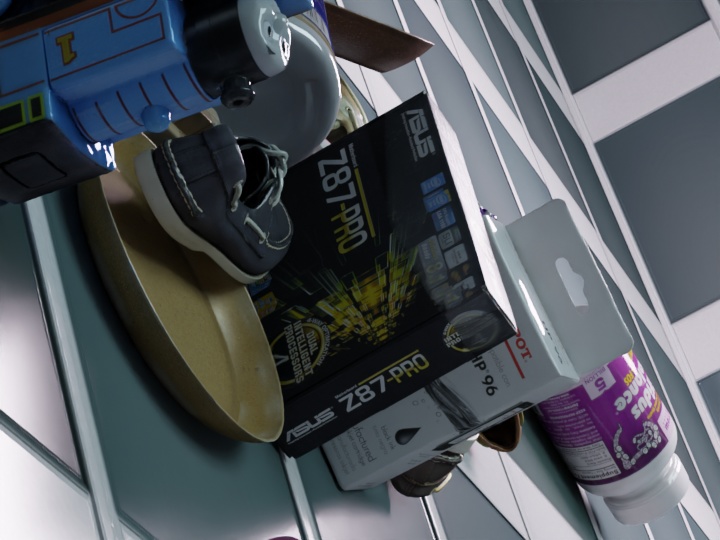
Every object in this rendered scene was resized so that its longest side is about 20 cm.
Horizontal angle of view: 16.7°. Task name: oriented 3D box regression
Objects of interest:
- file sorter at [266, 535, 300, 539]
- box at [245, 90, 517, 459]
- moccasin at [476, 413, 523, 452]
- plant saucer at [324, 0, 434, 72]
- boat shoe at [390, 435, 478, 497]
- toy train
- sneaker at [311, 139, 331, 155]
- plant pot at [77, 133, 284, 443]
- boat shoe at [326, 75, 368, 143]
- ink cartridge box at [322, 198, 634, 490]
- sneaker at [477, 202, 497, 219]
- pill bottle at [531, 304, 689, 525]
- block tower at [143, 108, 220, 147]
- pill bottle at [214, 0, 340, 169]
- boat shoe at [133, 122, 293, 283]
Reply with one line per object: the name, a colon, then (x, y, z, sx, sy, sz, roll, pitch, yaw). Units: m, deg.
file sorter: (-0.021, 0.228, 0.964, 0.201, 0.125, 0.139, 56, 13, -30)
box: (0.000, 0.000, 1.493, 0.049, 0.160, 0.201, 52, 16, -39)
moccasin: (0.074, 0.065, 1.922, 0.078, 0.073, 0.202, -116, -178, -54)
plant saucer: (-0.043, -0.188, 1.828, 0.199, 0.037, 0.200, 21, 5, -2)
boat shoe: (0.047, 0.099, 1.733, 0.071, 0.060, 0.200, 29, 16, -8)
toy train: (-0.117, -0.110, 1.152, 0.087, 0.198, 0.115, 41, 35, -62)
sneaker: (-0.015, -0.014, 1.673, 0.105, 0.075, 0.201, -77, 146, -67)
plant pot: (-0.103, 0.009, 1.353, 0.201, 0.027, 0.200, 59, 11, -19)
boat shoe: (-0.026, -0.078, 1.789, 0.063, 0.073, 0.202, 42, 30, -72)
ink cartridge box: (0.058, 0.043, 1.550, 0.117, 0.199, 0.068, 64, 11, 11)
sneaker: (0.068, -0.029, 1.774, 0.081, 0.083, 0.201, 43, 27, -62)
pill bottle: (0.233, 0.141, 2.329, 0.201, 0.112, 0.112, 57, 12, -23)
block tower: (-0.138, -0.149, 1.491, 0.058, 0.054, 0.201, 46, 21, -56)
pill bottle: (-0.080, -0.161, 1.612, 0.120, 0.119, 0.201, 55, 13, -32)
boat shoe: (-0.066, -0.042, 1.408, 0.073, 0.062, 0.200, 65, 11, 14)
